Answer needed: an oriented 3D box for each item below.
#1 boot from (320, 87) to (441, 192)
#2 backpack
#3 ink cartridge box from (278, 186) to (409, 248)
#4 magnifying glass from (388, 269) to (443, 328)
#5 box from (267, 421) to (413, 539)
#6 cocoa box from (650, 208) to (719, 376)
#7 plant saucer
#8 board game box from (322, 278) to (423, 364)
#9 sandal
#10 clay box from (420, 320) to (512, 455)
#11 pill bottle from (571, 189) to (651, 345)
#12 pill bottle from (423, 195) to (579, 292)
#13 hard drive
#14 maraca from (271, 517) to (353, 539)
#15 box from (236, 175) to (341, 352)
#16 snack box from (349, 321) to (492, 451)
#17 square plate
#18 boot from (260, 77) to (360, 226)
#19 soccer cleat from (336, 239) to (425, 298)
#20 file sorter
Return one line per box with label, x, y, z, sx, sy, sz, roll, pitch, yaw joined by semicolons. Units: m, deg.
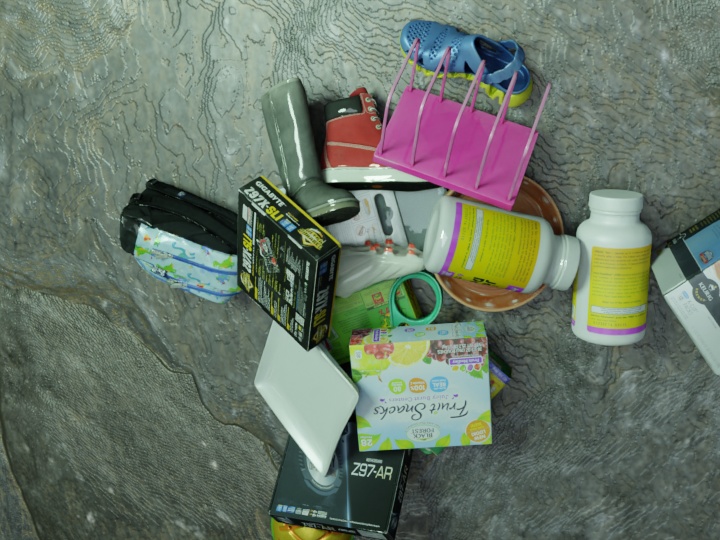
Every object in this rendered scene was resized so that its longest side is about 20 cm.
boot;0.043;-0.187;1.317;0.196;0.072;0.147;3;81;6
backpack;-0.246;-0.041;1.409;0.196;0.164;0.156;8;114;3
ink cartridge box;-0.040;-0.060;1.382;0.197;0.057;0.165;-18;100;-5
magnifying glass;0.062;0.092;1.384;0.078;0.022;0.203;22;109;5
box;-0.028;0.315;1.432;0.197;0.044;0.162;4;61;22
cocoa box;0.475;0.020;1.229;0.130;0.200;0.134;-35;96;18
plant saucer;0.192;-0.043;1.344;0.196;0.032;0.204;-1;102;-5
board game box;-0.008;0.079;1.432;0.197;0.048;0.103;-20;100;17
sandal;0.148;-0.297;1.274;0.197;0.087;0.081;19;74;3
clay box;0.124;0.190;1.431;0.115;0.048;0.201;40;108;0
pill bottle;0.349;-0.006;1.301;0.102;0.104;0.204;3;105;12
pill bottle;0.191;-0.030;1.270;0.196;0.104;0.106;13;107;-6
hard drive;0.045;-0.074;1.390;0.197;0.033;0.142;-18;99;16
maraca;-0.077;0.430;1.506;0.134;0.107;0.204;4;109;5
box;-0.102;-0.006;1.278;0.159;0.049;0.202;42;146;25
snack box;0.089;0.169;1.360;0.196;0.068;0.172;-3;108;5
square plate;-0.079;0.174;1.401;0.198;0.028;0.202;48;137;27
boot;-0.072;-0.161;1.277;0.180;0.072;0.204;-10;81;51
soccer cleat;0.000;0.000;1.341;0.196;0.069;0.079;-1;105;4
file sorter;0.136;-0.199;1.229;0.197;0.140;0.126;20;148;8
